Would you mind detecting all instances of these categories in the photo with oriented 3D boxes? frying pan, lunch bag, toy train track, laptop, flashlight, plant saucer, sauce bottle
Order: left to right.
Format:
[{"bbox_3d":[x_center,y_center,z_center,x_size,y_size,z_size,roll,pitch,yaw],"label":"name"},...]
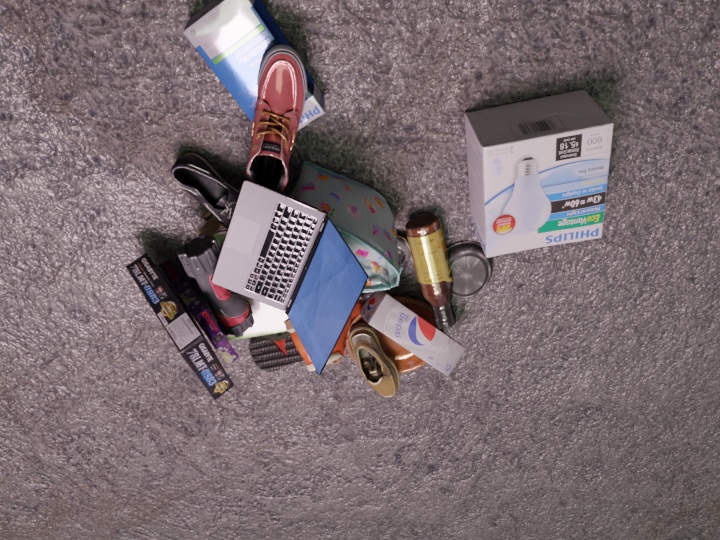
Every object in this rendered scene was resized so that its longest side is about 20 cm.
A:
[{"bbox_3d":[-0.231,0.026,1.013,0.066,0.069,0.203,9,139,17],"label":"flashlight"},{"bbox_3d":[-0.194,-0.121,1.011,0.199,0.033,0.115,-39,101,17],"label":"toy train track"},{"bbox_3d":[-0.108,0.011,0.859,0.196,0.117,0.190,21,122,-10],"label":"laptop"},{"bbox_3d":[-0.026,-0.061,0.981,0.196,0.172,0.123,22,123,-17],"label":"lunch bag"},{"bbox_3d":[0.067,0.126,1.223,0.194,0.038,0.204,-2,129,-2],"label":"plant saucer"},{"bbox_3d":[0.130,0.005,1.085,0.064,0.066,0.204,-13,114,7],"label":"sauce bottle"},{"bbox_3d":[0.169,0.031,1.140,0.114,0.031,0.191,36,104,-20],"label":"frying pan"}]

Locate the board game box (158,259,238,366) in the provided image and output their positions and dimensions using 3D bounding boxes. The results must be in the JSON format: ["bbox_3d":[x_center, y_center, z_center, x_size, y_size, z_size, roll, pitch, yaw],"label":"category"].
[{"bbox_3d":[-0.281,0.069,1.058,0.032,0.199,0.122,-31,129,-18],"label":"board game box"}]

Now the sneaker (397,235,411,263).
[{"bbox_3d":[0.000,0.000,1.093,0.196,0.078,0.079,-22,125,11],"label":"sneaker"}]

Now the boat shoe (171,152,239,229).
[{"bbox_3d":[-0.216,-0.103,0.968,0.199,0.063,0.073,41,107,-9],"label":"boat shoe"}]

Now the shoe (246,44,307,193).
[{"bbox_3d":[-0.115,-0.196,0.844,0.070,0.092,0.203,8,129,-10],"label":"shoe"}]

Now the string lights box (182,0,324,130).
[{"bbox_3d":[-0.144,-0.287,0.866,0.101,0.060,0.201,-27,126,16],"label":"string lights box"}]

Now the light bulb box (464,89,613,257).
[{"bbox_3d":[0.274,-0.149,0.965,0.193,0.126,0.203,-10,128,3],"label":"light bulb box"}]

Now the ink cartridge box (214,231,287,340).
[{"bbox_3d":[-0.201,0.020,1.115,0.142,0.048,0.205,-8,105,2],"label":"ink cartridge box"}]

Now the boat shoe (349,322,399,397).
[{"bbox_3d":[0.026,0.196,1.203,0.070,0.077,0.202,-21,127,12],"label":"boat shoe"}]

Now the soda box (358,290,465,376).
[{"bbox_3d":[0.096,0.112,1.127,0.198,0.068,0.064,35,90,-20],"label":"soda box"}]

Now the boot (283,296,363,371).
[{"bbox_3d":[-0.049,0.108,1.103,0.074,0.199,0.109,-24,90,38],"label":"boot"}]

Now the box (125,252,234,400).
[{"bbox_3d":[-0.303,0.098,1.042,0.049,0.199,0.202,-32,150,-15],"label":"box"}]

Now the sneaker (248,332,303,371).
[{"bbox_3d":[-0.130,0.142,1.198,0.197,0.093,0.072,-18,93,38],"label":"sneaker"}]
